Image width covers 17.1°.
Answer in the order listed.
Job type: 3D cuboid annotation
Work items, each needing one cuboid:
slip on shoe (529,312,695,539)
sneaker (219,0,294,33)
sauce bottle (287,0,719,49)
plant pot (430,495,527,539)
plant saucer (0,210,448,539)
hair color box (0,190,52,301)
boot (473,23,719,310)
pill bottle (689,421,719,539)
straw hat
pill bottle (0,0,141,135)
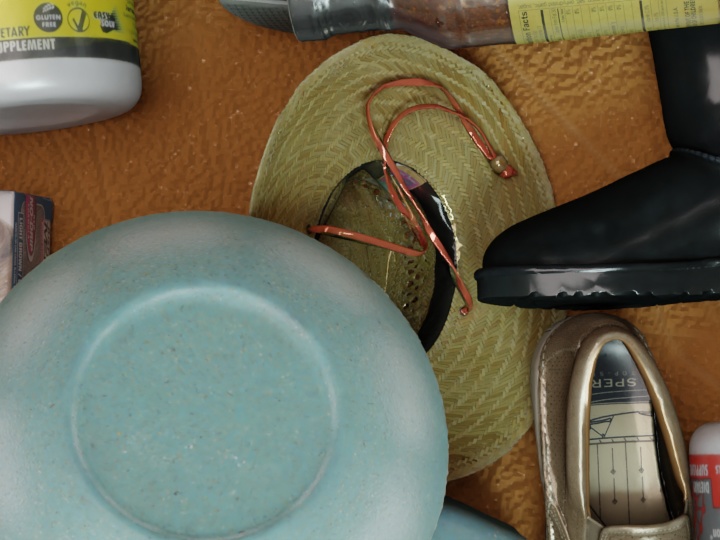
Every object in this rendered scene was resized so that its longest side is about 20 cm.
[{"bbox_3d":[0.120,0.117,1.059,0.076,0.061,0.200,-6,89,-12],"label":"slip on shoe"},{"bbox_3d":[-0.062,-0.170,1.084,0.070,0.200,0.080,-21,51,51],"label":"sneaker"},{"bbox_3d":[0.068,-0.130,1.028,0.200,0.066,0.066,-3,86,10],"label":"sauce bottle"},{"bbox_3d":[-0.024,0.172,1.038,0.200,0.196,0.197,-1,87,1],"label":"plant pot"},{"bbox_3d":[-0.062,0.062,0.941,0.201,0.039,0.201,3,68,-6],"label":"plant saucer"},{"bbox_3d":[-0.253,0.011,1.154,0.200,0.061,0.100,0,87,11],"label":"hair color box"},{"bbox_3d":[0.144,-0.067,1.066,0.198,0.073,0.163,-4,86,0],"label":"boot"},{"bbox_3d":[0.205,0.162,1.025,0.116,0.116,0.200,-5,86,11],"label":"pill bottle"},{"bbox_3d":[0.000,0.000,1.087,0.085,0.201,0.201,-12,83,49],"label":"straw hat"},{"bbox_3d":[-0.167,-0.170,1.120,0.112,0.112,0.200,-8,85,11],"label":"pill bottle"}]
